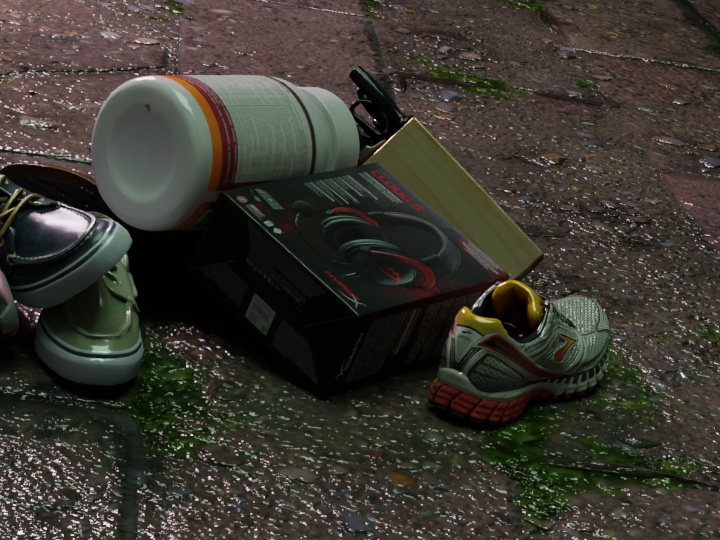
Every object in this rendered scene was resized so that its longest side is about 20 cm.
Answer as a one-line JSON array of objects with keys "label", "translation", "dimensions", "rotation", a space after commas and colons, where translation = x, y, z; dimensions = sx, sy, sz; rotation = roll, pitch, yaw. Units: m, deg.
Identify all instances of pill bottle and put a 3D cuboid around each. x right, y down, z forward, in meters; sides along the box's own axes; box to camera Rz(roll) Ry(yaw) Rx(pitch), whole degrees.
[{"label": "pill bottle", "translation": [-0.094, -0.089, 1.468], "dimensions": [0.109, 0.111, 0.199], "rotation": [23, 17, 32]}]

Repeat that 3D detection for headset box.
[{"label": "headset box", "translation": [0.000, 0.000, 1.441], "dimensions": [0.149, 0.075, 0.199], "rotation": [42, 33, 27]}]

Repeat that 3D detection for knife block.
[{"label": "knife block", "translation": [0.042, -0.076, 1.593], "dimensions": [0.176, 0.064, 0.200], "rotation": [49, -3, -34]}]

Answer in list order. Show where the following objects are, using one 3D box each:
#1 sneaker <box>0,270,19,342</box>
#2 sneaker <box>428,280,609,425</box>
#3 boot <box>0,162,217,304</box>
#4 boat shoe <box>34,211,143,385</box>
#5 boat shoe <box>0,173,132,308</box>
[{"label": "sneaker", "translation": [-0.315, 0.012, 1.334], "dimensions": [0.199, 0.080, 0.095], "rotation": [22, 45, 31]}, {"label": "sneaker", "translation": [0.124, 0.047, 1.416], "dimensions": [0.077, 0.083, 0.200], "rotation": [20, 21, 27]}, {"label": "boot", "translation": [-0.177, -0.031, 1.512], "dimensions": [0.199, 0.075, 0.097], "rotation": [24, 12, 7]}, {"label": "boat shoe", "translation": [-0.188, 0.017, 1.368], "dimensions": [0.071, 0.063, 0.200], "rotation": [5, 20, -16]}, {"label": "boat shoe", "translation": [-0.237, -0.030, 1.340], "dimensions": [0.199, 0.091, 0.071], "rotation": [-2, 40, 50]}]
